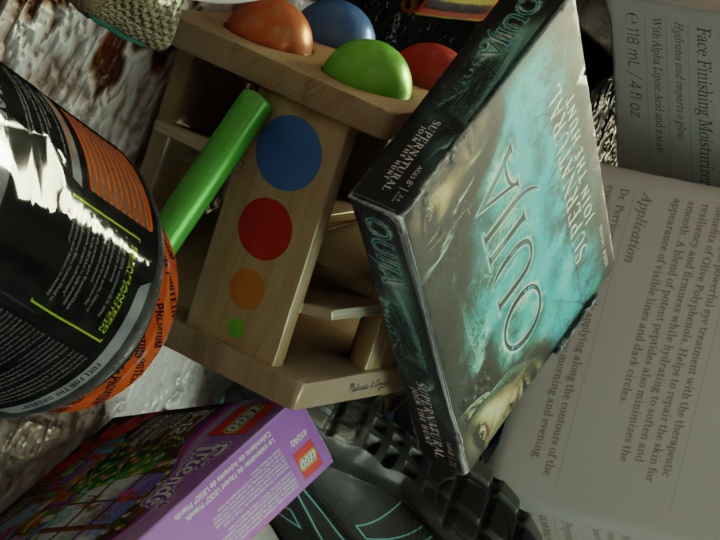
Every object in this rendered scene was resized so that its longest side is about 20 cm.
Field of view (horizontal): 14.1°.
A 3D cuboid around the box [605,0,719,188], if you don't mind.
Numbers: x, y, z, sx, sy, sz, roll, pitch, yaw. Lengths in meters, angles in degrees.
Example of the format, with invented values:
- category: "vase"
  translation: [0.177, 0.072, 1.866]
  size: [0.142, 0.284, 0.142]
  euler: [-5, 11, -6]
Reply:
- category: "box"
  translation: [0.225, -0.140, 1.603]
  size: [0.199, 0.131, 0.200]
  euler: [81, 27, -49]

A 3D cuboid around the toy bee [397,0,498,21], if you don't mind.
- category: "toy bee"
  translation: [0.055, -0.188, 1.332]
  size: [0.131, 0.109, 0.200]
  euler: [-11, 127, -2]

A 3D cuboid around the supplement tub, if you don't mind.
- category: "supplement tub"
  translation: [-0.152, -0.016, 1.094]
  size: [0.123, 0.122, 0.200]
  euler: [-61, 153, -6]

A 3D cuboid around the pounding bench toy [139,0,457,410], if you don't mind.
- category: "pounding bench toy"
  translation: [-0.042, -0.036, 1.271]
  size: [0.200, 0.124, 0.156]
  euler: [-7, 119, -59]

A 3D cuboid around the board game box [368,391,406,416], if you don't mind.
- category: "board game box"
  translation: [0.000, 0.000, 1.485]
  size: [0.135, 0.028, 0.200]
  euler: [-34, 140, -44]

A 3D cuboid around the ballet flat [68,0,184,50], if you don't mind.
- category: "ballet flat"
  translation: [-0.046, -0.175, 1.197]
  size: [0.075, 0.068, 0.200]
  euler: [38, 77, -17]

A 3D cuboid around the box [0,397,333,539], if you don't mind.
- category: "box"
  translation: [-0.122, 0.127, 1.263]
  size: [0.200, 0.137, 0.039]
  euler: [-41, 111, -38]

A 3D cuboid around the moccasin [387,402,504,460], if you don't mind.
- category: "moccasin"
  translation: [0.060, 0.065, 1.605]
  size: [0.080, 0.068, 0.200]
  euler: [-33, 140, -46]

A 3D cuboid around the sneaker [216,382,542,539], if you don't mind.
- category: "sneaker"
  translation: [0.009, 0.117, 1.447]
  size: [0.079, 0.200, 0.075]
  euler: [-48, -171, 29]

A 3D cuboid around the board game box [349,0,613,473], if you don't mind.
- category: "board game box"
  translation: [0.058, -0.016, 1.279]
  size: [0.135, 0.028, 0.200]
  euler: [-53, 151, -24]

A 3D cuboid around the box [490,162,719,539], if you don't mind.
- category: "box"
  translation: [0.181, 0.080, 1.574]
  size: [0.200, 0.171, 0.199]
  euler: [68, 36, -65]

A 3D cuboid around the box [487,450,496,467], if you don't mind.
- category: "box"
  translation: [0.212, 0.110, 1.751]
  size: [0.199, 0.200, 0.131]
  euler: [-57, 157, -13]

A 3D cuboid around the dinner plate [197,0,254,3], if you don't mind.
- category: "dinner plate"
  translation: [-0.041, -0.204, 1.145]
  size: [0.200, 0.024, 0.200]
  euler: [-9, 106, -33]
